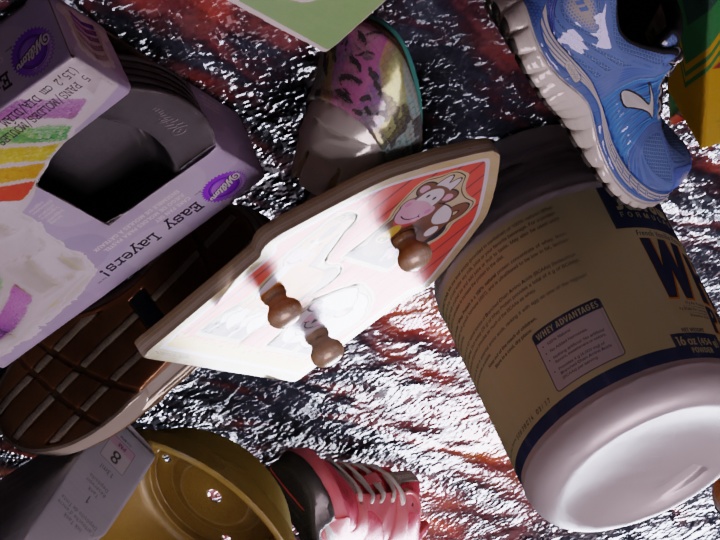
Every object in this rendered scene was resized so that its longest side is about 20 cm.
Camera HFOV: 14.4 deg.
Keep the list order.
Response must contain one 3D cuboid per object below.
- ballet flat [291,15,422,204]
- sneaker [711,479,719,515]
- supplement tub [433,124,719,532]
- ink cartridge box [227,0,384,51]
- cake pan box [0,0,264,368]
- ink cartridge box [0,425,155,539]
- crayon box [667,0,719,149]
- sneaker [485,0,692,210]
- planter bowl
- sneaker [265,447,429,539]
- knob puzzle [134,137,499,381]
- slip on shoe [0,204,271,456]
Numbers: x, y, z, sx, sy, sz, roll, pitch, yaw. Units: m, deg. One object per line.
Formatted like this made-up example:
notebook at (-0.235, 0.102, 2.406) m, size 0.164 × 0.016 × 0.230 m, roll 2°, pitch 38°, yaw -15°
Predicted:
ballet flat at (-0.008, -0.054, 1.531) m, size 0.071 × 0.069 × 0.200 m, roll -45°, pitch 161°, yaw -24°
sneaker at (0.340, 0.176, 2.135) m, size 0.199 × 0.076 × 0.088 m, roll -5°, pitch 144°, yaw -30°
supplement tub at (0.128, 0.031, 1.636) m, size 0.144 × 0.201 × 0.145 m, roll -18°, pitch 149°, yaw -11°
ink cartridge box at (0.009, -0.201, 1.345) m, size 0.200 × 0.048 × 0.145 m, roll -38°, pitch 147°, yaw 21°
cake pan box at (-0.170, -0.044, 1.456) m, size 0.199 × 0.053 × 0.184 m, roll -34°, pitch 150°, yaw 15°
ink cartridge box at (-0.216, 0.182, 1.622) m, size 0.057 × 0.200 × 0.162 m, roll 43°, pitch 133°, yaw -15°
crayon box at (0.239, -0.143, 1.598) m, size 0.126 × 0.051 × 0.200 m, roll -21°, pitch 150°, yaw -7°
sneaker at (0.146, -0.105, 1.557) m, size 0.089 × 0.079 × 0.200 m, roll -32°, pitch 144°, yaw 9°
planter bowl at (-0.104, 0.158, 1.736) m, size 0.084 × 0.200 × 0.201 m, roll -52°, pitch 176°, yaw -47°
sneaker at (-0.005, 0.150, 1.871) m, size 0.087 × 0.074 × 0.200 m, roll -37°, pitch 154°, yaw -6°
knob puzzle at (0.000, 0.000, 1.543) m, size 0.219 × 0.031 × 0.220 m, roll -27°, pitch 159°, yaw -12°
slip on shoe at (-0.118, 0.037, 1.602) m, size 0.200 × 0.076 × 0.061 m, roll -42°, pitch 158°, yaw 15°
